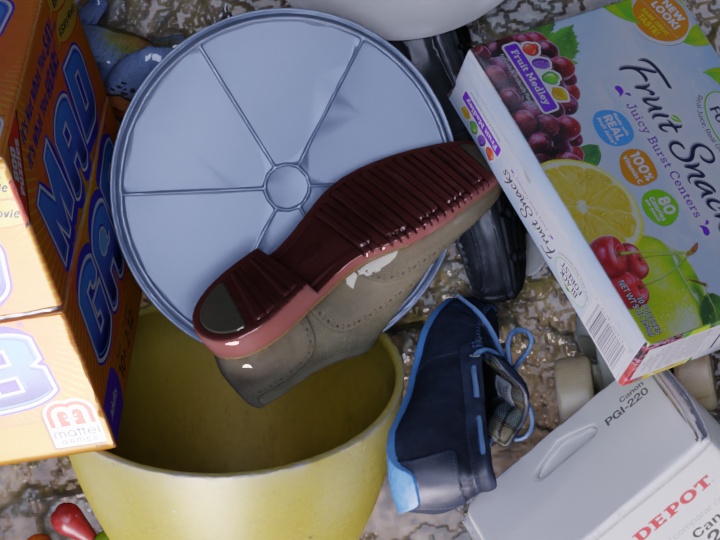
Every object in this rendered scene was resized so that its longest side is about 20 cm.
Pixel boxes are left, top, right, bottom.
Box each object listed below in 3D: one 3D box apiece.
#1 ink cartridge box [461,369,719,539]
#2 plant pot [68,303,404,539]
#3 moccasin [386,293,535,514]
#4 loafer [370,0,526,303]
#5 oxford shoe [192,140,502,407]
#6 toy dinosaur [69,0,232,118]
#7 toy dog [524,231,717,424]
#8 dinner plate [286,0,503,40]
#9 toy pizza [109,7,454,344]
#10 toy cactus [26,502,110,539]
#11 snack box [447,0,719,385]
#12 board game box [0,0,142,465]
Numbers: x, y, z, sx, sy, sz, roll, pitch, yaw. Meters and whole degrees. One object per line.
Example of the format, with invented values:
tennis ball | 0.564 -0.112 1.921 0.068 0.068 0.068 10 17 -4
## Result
ink cartridge box | 0.175 0.164 1.639 0.146 0.085 0.200 -40 127 7
plant pot | -0.072 0.122 1.667 0.199 0.200 0.143 0 119 5
moccasin | 0.065 0.081 1.638 0.068 0.200 0.081 -5 121 15
loafer | 0.045 -0.075 1.689 0.070 0.068 0.202 -18 88 14
oxford shoe | 0.000 0.000 1.611 0.199 0.070 0.075 -32 130 -10
toy dinosaur | -0.157 -0.118 1.682 0.180 0.105 0.201 -10 97 9
toy dog | 0.154 0.007 1.687 0.131 0.096 0.201 11 81 6
dinner plate | 0.020 -0.233 1.656 0.199 0.024 0.202 -1 86 11
toy pizza | -0.043 -0.048 1.640 0.199 0.032 0.202 -1 94 -7
toy cactus | -0.162 0.249 1.723 0.164 0.102 0.201 25 97 -12
snack box | 0.158 -0.050 1.589 0.142 0.053 0.201 -18 66 -27
board game box | -0.245 -0.025 1.604 0.199 0.201 0.201 -10 127 11
